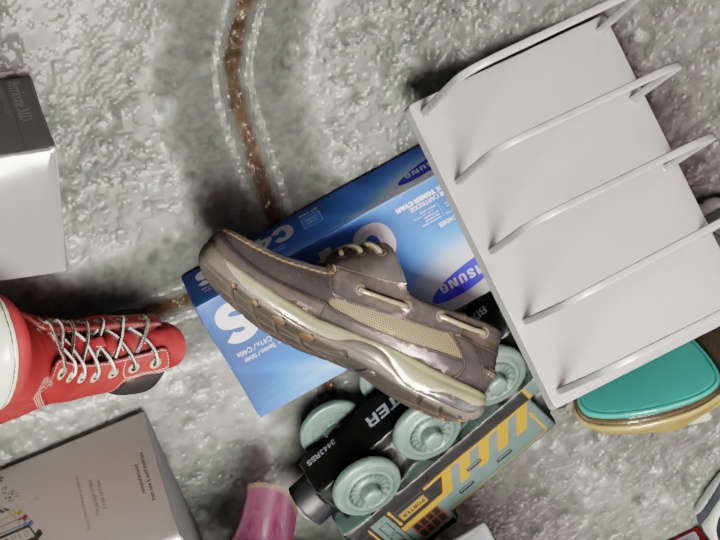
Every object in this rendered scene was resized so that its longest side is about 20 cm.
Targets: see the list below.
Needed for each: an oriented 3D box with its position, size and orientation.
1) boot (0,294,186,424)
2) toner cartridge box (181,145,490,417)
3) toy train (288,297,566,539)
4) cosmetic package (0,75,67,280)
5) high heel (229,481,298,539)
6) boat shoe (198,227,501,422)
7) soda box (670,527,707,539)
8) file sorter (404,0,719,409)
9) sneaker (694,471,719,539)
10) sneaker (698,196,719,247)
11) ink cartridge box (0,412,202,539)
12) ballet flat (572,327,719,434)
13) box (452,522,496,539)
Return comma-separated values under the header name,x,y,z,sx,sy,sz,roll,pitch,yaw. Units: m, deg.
name,x,y,z,sx,sy,sz,roll,pitch,yaw
boot,-0.168,0.043,1.583,0.144,0.200,0.073,-10,81,-12
toner cartridge box,0.000,0.000,1.679,0.199,0.043,0.095,-30,123,1
toy train,0.049,0.100,1.733,0.200,0.085,0.114,-41,134,6
cosmetic package,-0.271,-0.043,1.538,0.199,0.107,0.091,-12,120,-12
high heel,-0.049,0.222,1.733,0.067,0.096,0.200,-1,146,22
boat shoe,-0.004,0.020,1.631,0.200,0.074,0.074,30,77,-18
soda box,0.162,0.257,1.859,0.199,0.063,0.070,-24,122,-2
file sorter,0.141,-0.043,1.583,0.138,0.125,0.201,-25,88,-14
sneaker,0.331,0.206,1.843,0.199,0.130,0.080,26,109,-27
sneaker,0.213,0.012,1.713,0.199,0.082,0.075,-20,124,-27
ink cartridge box,-0.189,0.215,1.681,0.199,0.145,0.148,-23,122,-1
ballet flat,0.236,0.067,1.777,0.199,0.069,0.063,-25,136,0
box,0.054,0.285,1.734,0.176,0.097,0.200,-30,134,0
